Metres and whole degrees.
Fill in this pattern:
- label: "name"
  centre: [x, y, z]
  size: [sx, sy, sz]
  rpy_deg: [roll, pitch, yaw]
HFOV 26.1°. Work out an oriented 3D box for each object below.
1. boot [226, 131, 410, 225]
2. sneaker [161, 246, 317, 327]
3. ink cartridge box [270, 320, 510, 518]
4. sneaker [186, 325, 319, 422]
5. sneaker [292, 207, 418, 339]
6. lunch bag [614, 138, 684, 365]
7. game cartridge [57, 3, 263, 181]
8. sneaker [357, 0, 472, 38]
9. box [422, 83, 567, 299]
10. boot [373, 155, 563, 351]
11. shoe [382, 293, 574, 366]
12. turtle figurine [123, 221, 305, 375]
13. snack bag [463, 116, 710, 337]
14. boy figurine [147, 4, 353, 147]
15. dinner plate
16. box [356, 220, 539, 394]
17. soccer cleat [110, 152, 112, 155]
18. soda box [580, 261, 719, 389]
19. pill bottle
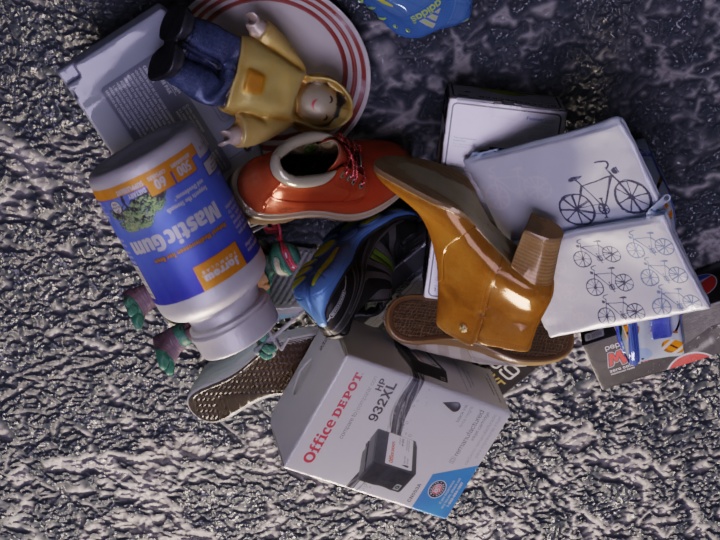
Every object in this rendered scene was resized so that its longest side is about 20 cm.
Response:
- label: "boot"
  centre: [-0.018, -0.093, 1.456]
  size: [0.198, 0.076, 0.107]
  rpy_deg: [-12, 167, -32]
- label: "sneaker"
  centre: [-0.106, 0.030, 1.625]
  size: [0.197, 0.075, 0.082]
  rpy_deg: [-9, 155, 4]
- label: "ink cartridge box"
  centre: [0.029, 0.150, 1.583]
  size: [0.198, 0.084, 0.146]
  rpy_deg: [21, 113, -24]
- label: "sneaker"
  centre: [-0.094, 0.089, 1.641]
  size: [0.198, 0.085, 0.073]
  rpy_deg: [-20, 118, 23]
- label: "sneaker"
  centre: [0.000, 0.000, 1.513]
  size: [0.070, 0.200, 0.083]
  rpy_deg: [-12, 113, 34]
- label: "lunch bag"
  centre: [0.266, -0.019, 1.498]
  size: [0.075, 0.161, 0.202]
  rpy_deg: [-11, 125, 5]
- label: "game cartridge"
  centre: [-0.176, -0.142, 1.456]
  size: [0.132, 0.041, 0.201]
  rpy_deg: [-30, 117, 1]
- label: "sneaker"
  centre: [0.016, -0.255, 1.395]
  size: [0.197, 0.076, 0.106]
  rpy_deg: [3, 127, 0]
- label: "box"
  centre: [0.127, -0.071, 1.497]
  size: [0.115, 0.060, 0.203]
  rpy_deg: [5, 110, -1]
- label: "boot"
  centre: [0.086, -0.010, 1.453]
  size: [0.199, 0.071, 0.145]
  rpy_deg: [26, 124, 12]
- label: "shoe"
  centre: [0.118, 0.058, 1.572]
  size: [0.197, 0.071, 0.053]
  rpy_deg: [9, 168, -8]
- label: "turtle figurine"
  centre: [-0.126, 0.018, 1.531]
  size: [0.198, 0.101, 0.151]
  rpy_deg: [-26, 104, 5]
- label: "snack bag"
  centre: [0.203, -0.037, 1.411]
  size: [0.187, 0.021, 0.202]
  rpy_deg: [-11, 113, 43]
- label: "boy figurine"
  centre: [-0.096, -0.167, 1.420]
  size: [0.198, 0.064, 0.126]
  rpy_deg: [22, 81, -29]
- label: "dinner plate"
  centre: [-0.088, -0.190, 1.480]
  size: [0.197, 0.024, 0.202]
  rpy_deg: [2, 126, 3]
- label: "box"
  centre: [0.085, 0.060, 1.634]
  size: [0.199, 0.050, 0.157]
  rpy_deg: [39, 119, -22]
- label: "soccer cleat"
  centre: [-0.206, -0.080, 1.538]
  size: [0.076, 0.067, 0.200]
  rpy_deg: [-33, 124, 7]
- label: "soda box"
  centre: [0.330, 0.053, 1.607]
  size: [0.198, 0.064, 0.071]
  rpy_deg: [-19, 123, 17]
- label: "pill bottle"
  centre: [-0.154, -0.024, 1.413]
  size: [0.111, 0.112, 0.202]
  rpy_deg: [-22, 107, 18]
